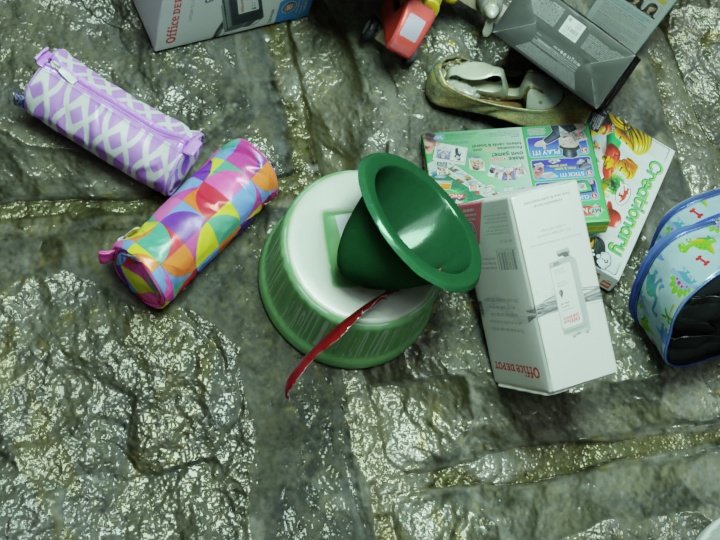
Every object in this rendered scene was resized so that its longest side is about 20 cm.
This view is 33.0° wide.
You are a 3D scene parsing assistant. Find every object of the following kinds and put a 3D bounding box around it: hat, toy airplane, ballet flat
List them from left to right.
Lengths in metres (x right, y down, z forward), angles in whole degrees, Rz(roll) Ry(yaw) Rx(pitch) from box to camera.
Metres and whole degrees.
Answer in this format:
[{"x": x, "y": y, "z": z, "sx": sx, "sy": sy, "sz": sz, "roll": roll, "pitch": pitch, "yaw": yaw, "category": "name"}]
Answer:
[{"x": 0.000, "y": 0.000, "z": 1.222, "sx": 0.199, "sy": 0.176, "sz": 0.167, "roll": -7, "pitch": 61, "yaw": -57, "category": "hat"}, {"x": 0.080, "y": -0.357, "z": 1.432, "sx": 0.198, "sy": 0.141, "sz": 0.201, "roll": -19, "pitch": 80, "yaw": -34, "category": "toy airplane"}, {"x": 0.174, "y": -0.210, "z": 1.420, "sx": 0.197, "sy": 0.071, "sz": 0.072, "roll": 11, "pitch": 65, "yaw": 2, "category": "ballet flat"}]

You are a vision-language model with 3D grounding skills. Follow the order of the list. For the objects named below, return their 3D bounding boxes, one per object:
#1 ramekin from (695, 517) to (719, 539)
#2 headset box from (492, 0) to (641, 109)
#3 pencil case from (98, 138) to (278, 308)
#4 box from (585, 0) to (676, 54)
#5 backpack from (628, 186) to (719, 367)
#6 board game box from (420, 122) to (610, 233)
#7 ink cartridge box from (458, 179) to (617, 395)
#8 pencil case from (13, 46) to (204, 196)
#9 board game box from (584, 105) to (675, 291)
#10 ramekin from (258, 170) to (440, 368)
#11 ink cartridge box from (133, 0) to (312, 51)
[{"x": 0.442, "y": 0.337, "z": 1.253, "sx": 0.197, "sy": 0.105, "sz": 0.203, "roll": 5, "pitch": 67, "yaw": -12, "category": "ramekin"}, {"x": 0.245, "y": -0.261, "z": 1.418, "sx": 0.148, "sy": 0.200, "sz": 0.078, "roll": 38, "pitch": 104, "yaw": 6, "category": "headset box"}, {"x": -0.175, "y": -0.052, "z": 1.274, "sx": 0.088, "sy": 0.089, "sz": 0.200, "roll": 42, "pitch": 63, "yaw": 6, "category": "pencil case"}, {"x": 0.344, "y": -0.346, "z": 1.463, "sx": 0.082, "sy": 0.200, "sz": 0.049, "roll": 33, "pitch": 64, "yaw": 1, "category": "box"}, {"x": 0.396, "y": 0.008, "z": 1.345, "sx": 0.197, "sy": 0.184, "sz": 0.148, "roll": -17, "pitch": 49, "yaw": -17, "category": "backpack"}, {"x": 0.173, "y": -0.100, "z": 1.383, "sx": 0.197, "sy": 0.029, "sz": 0.136, "roll": -4, "pitch": 62, "yaw": -4, "category": "board game box"}, {"x": 0.180, "y": 0.017, "z": 1.266, "sx": 0.082, "sy": 0.146, "sz": 0.203, "roll": -14, "pitch": 94, "yaw": -17, "category": "ink cartridge box"}, {"x": -0.262, "y": -0.161, "z": 1.295, "sx": 0.198, "sy": 0.086, "sz": 0.084, "roll": 30, "pitch": 52, "yaw": -2, "category": "pencil case"}, {"x": 0.279, "y": -0.091, "z": 1.430, "sx": 0.125, "sy": 0.035, "sz": 0.201, "roll": 29, "pitch": 64, "yaw": 0, "category": "board game box"}, {"x": -0.005, "y": -0.007, "z": 1.287, "sx": 0.197, "sy": 0.098, "sz": 0.203, "roll": 5, "pitch": 66, "yaw": -12, "category": "ramekin"}, {"x": -0.149, "y": -0.337, "z": 1.365, "sx": 0.198, "sy": 0.145, "sz": 0.085, "roll": -18, "pitch": 73, "yaw": -20, "category": "ink cartridge box"}]
